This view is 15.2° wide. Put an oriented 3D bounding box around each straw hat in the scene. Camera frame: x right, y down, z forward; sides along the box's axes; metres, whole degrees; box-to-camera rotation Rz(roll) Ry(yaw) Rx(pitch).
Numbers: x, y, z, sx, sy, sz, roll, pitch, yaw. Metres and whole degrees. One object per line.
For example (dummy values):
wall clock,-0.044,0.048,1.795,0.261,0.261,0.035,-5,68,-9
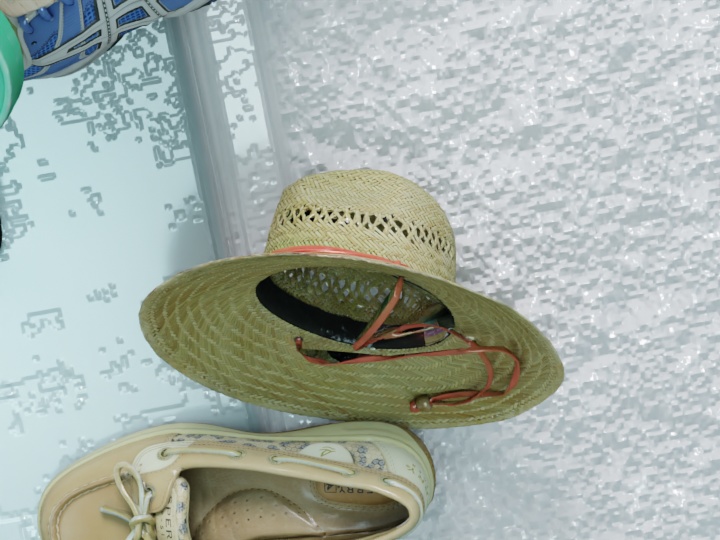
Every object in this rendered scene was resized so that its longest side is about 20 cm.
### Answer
straw hat,0.000,0.000,1.265,0.200,0.201,0.085,8,65,-1

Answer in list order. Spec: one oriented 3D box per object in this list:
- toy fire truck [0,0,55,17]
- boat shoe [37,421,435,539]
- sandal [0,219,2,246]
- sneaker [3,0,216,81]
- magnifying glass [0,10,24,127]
toy fire truck,-0.154,-0.156,1.132,0.199,0.049,0.141,21,133,7
boat shoe,-0.064,0.114,1.306,0.199,0.063,0.074,-11,105,9
sandal,-0.214,-0.086,1.274,0.075,0.045,0.201,-13,103,4
sneaker,-0.118,-0.131,1.198,0.200,0.077,0.076,-35,87,43
magnifying glass,-0.194,-0.135,1.120,0.079,0.022,0.200,4,130,21
